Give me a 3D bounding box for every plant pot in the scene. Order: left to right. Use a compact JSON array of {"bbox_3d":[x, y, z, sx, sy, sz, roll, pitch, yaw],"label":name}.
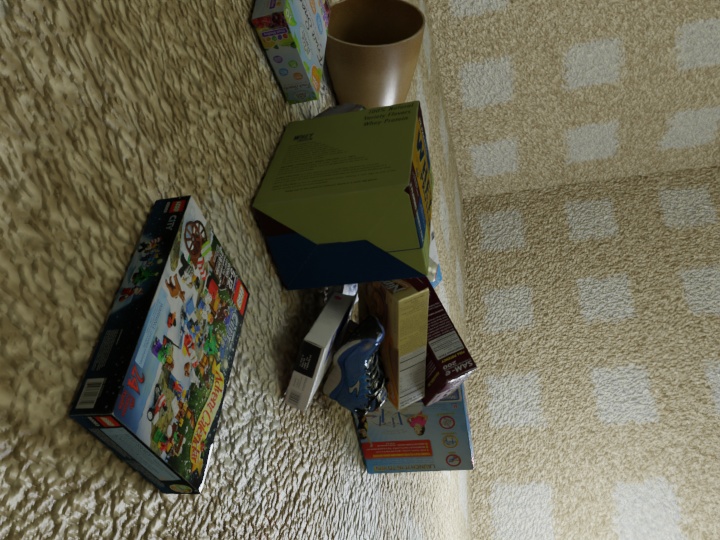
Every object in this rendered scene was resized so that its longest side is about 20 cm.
[{"bbox_3d":[0.018,-0.351,1.115,0.203,0.180,0.190,91,6,-46],"label":"plant pot"}]

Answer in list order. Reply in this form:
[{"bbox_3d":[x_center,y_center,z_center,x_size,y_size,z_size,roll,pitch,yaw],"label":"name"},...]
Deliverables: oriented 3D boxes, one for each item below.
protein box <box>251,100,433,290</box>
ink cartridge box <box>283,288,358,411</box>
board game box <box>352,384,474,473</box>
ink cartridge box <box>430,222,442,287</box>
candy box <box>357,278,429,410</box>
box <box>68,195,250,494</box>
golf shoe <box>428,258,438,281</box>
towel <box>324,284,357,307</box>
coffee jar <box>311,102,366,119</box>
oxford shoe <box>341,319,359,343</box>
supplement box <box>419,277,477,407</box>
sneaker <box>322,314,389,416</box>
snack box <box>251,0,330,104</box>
[{"bbox_3d":[-0.010,-0.100,0.819,0.203,0.192,0.137,-79,158,-48],"label":"protein box"},{"bbox_3d":[-0.048,0.096,0.847,0.200,0.036,0.097,-53,163,-66],"label":"ink cartridge box"},{"bbox_3d":[0.090,0.255,1.080,0.056,0.194,0.201,-71,152,-61],"label":"board game box"},{"bbox_3d":[0.097,-0.038,1.343,0.144,0.082,0.205,-41,126,-45],"label":"ink cartridge box"},{"bbox_3d":[0.044,0.084,0.892,0.116,0.054,0.205,47,-31,46],"label":"candy box"},{"bbox_3d":[-0.153,0.060,0.521,0.138,0.037,0.204,68,22,-48],"label":"box"},{"bbox_3d":[0.076,-0.013,1.114,0.200,0.089,0.078,-131,-126,-74],"label":"golf shoe"},{"bbox_3d":[0.000,0.000,0.981,0.200,0.023,0.150,-44,153,-55],"label":"towel"},{"bbox_3d":[-0.019,-0.154,1.001,0.104,0.083,0.205,-47,133,-43],"label":"coffee jar"},{"bbox_3d":[-0.005,0.131,1.057,0.073,0.070,0.200,-63,162,-5],"label":"oxford shoe"},{"bbox_3d":[0.088,0.088,0.943,0.203,0.059,0.110,63,-24,21],"label":"supplement box"},{"bbox_3d":[0.009,0.139,0.869,0.078,0.088,0.202,-43,162,-33],"label":"sneaker"},{"bbox_3d":[-0.091,-0.361,0.876,0.143,0.051,0.205,63,27,-53],"label":"snack box"}]
